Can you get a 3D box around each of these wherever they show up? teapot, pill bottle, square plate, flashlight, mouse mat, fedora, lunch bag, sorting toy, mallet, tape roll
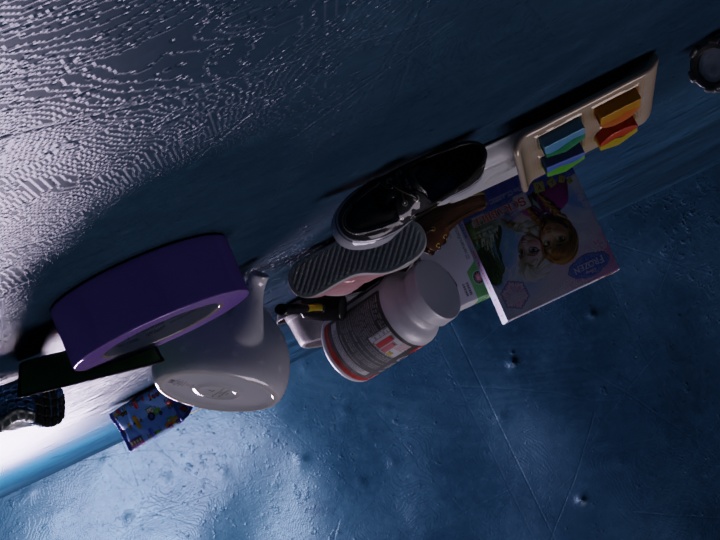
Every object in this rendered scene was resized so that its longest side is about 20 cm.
[{"bbox_3d":[-0.181,0.094,1.542,0.197,0.148,0.198,-5,154,20],"label":"teapot"},{"bbox_3d":[0.044,0.073,1.708,0.199,0.117,0.115,-34,169,36],"label":"pill bottle"},{"bbox_3d":[0.182,-0.140,1.510,0.198,0.029,0.198,-25,174,-8],"label":"square plate"},{"bbox_3d":[0.479,-0.264,1.471,0.068,0.068,0.199,-33,169,39],"label":"flashlight"},{"bbox_3d":[-0.310,0.105,1.325,0.158,0.008,0.200,-13,-171,-14],"label":"mouse mat"},{"bbox_3d":[-0.054,0.082,2.125,0.198,0.091,0.176,-20,172,-41],"label":"fedora"},{"bbox_3d":[-0.411,0.282,2.470,0.149,0.095,0.200,-30,-178,20],"label":"lunch bag"},{"bbox_3d":[0.277,-0.169,1.415,0.198,0.037,0.185,-32,164,4],"label":"sorting toy"},{"bbox_3d":[-0.066,0.052,1.617,0.065,0.042,0.200,1,180,10],"label":"mallet"},{"bbox_3d":[-0.218,0.035,1.217,0.198,0.066,0.200,-26,174,-3],"label":"tape roll"}]

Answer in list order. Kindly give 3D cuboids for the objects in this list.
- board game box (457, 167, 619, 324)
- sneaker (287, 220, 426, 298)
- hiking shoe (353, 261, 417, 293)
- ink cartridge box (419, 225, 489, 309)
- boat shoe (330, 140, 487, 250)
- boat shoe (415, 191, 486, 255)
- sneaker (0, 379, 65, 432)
[{"bbox_3d":[0.267,-0.050,1.790,0.198,0.202,0.041,-24,174,-8],"label":"board game box"},{"bbox_3d":[0.001,-0.018,1.607,0.198,0.076,0.105,-22,175,10],"label":"sneaker"},{"bbox_3d":[0.000,0.000,1.729,0.198,0.077,0.101,-25,177,7],"label":"hiking shoe"},{"bbox_3d":[0.112,0.009,1.913,0.198,0.148,0.084,-24,175,-6],"label":"ink cartridge box"},{"bbox_3d":[0.058,-0.088,1.281,0.198,0.071,0.066,-24,166,-19],"label":"boat shoe"},{"bbox_3d":[0.096,-0.055,1.684,0.198,0.068,0.072,-25,174,-6],"label":"boat shoe"},{"bbox_3d":[-0.459,0.175,1.482,0.086,0.076,0.199,-16,173,25],"label":"sneaker"}]
